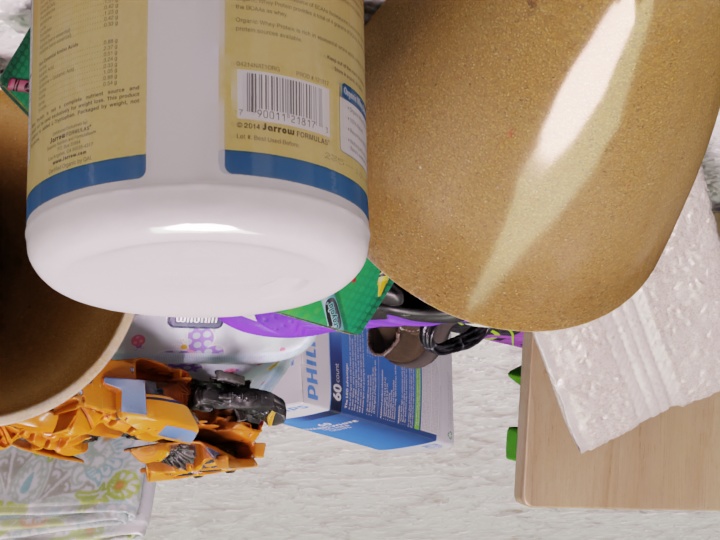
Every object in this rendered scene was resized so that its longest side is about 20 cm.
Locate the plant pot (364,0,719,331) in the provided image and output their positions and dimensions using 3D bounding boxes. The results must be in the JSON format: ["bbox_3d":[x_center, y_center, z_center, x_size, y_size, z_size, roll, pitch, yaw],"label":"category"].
[{"bbox_3d":[0.096,-0.100,1.067,0.186,0.187,0.200,4,149,-19],"label":"plant pot"}]

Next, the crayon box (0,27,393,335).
[{"bbox_3d":[-0.079,-0.054,1.172,0.119,0.058,0.200,18,-161,-49],"label":"crayon box"}]

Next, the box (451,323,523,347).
[{"bbox_3d":[0.168,0.030,1.743,0.200,0.036,0.143,12,160,-42],"label":"box"}]

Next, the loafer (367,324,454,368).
[{"bbox_3d":[0.035,0.011,1.624,0.071,0.073,0.200,13,156,-11],"label":"loafer"}]

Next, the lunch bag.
[{"bbox_3d":[-0.119,0.007,1.483,0.169,0.127,0.200,4,152,-20],"label":"lunch bag"}]

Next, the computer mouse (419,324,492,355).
[{"bbox_3d":[0.030,0.013,1.478,0.034,0.059,0.200,40,-175,32],"label":"computer mouse"}]

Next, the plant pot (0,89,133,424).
[{"bbox_3d":[-0.239,-0.008,1.339,0.186,0.187,0.200,4,178,-20],"label":"plant pot"}]

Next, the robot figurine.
[{"bbox_3d":[-0.141,0.093,1.449,0.145,0.058,0.200,-12,161,38],"label":"robot figurine"}]

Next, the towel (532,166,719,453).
[{"bbox_3d":[0.170,0.019,1.460,0.132,0.034,0.200,-24,126,0],"label":"towel"}]

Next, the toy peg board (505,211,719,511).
[{"bbox_3d":[0.191,0.057,1.588,0.199,0.200,0.098,3,-178,-18],"label":"toy peg board"}]

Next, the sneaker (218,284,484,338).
[{"bbox_3d":[0.000,-0.001,1.334,0.200,0.070,0.100,-4,175,14],"label":"sneaker"}]

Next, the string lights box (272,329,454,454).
[{"bbox_3d":[-0.007,0.070,1.744,0.059,0.103,0.200,-11,161,33],"label":"string lights box"}]

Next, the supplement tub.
[{"bbox_3d":[-0.069,-0.091,0.993,0.144,0.200,0.145,-1,164,0],"label":"supplement tub"}]

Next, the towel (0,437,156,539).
[{"bbox_3d":[-0.218,0.105,1.675,0.171,0.200,0.048,-7,150,22],"label":"towel"}]
